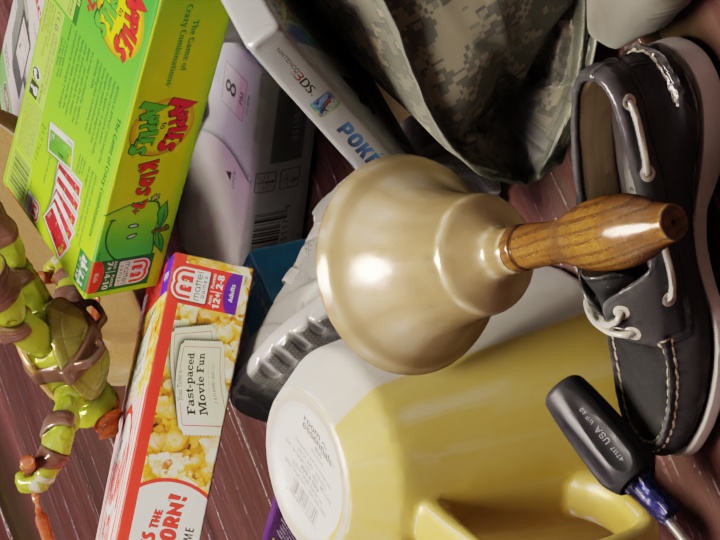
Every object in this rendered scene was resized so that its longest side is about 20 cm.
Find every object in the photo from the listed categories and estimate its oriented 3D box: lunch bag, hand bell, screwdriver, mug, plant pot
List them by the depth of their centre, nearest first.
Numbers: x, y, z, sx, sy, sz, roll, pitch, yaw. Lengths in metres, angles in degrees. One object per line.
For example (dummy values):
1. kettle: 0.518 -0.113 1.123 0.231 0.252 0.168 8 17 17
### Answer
1. hand bell: 0.077 -0.010 1.290 0.200 0.104 0.105 -8 94 56
2. screwdriver: 0.154 0.125 1.334 0.200 0.029 0.028 48 148 18
3. lunch bag: 0.029 -0.151 1.393 0.164 0.117 0.200 46 166 52
4. mug: 0.047 0.082 1.417 0.186 0.153 0.150 -11 90 62
5. plant pot: -0.186 -0.020 1.729 0.200 0.027 0.200 37 150 26

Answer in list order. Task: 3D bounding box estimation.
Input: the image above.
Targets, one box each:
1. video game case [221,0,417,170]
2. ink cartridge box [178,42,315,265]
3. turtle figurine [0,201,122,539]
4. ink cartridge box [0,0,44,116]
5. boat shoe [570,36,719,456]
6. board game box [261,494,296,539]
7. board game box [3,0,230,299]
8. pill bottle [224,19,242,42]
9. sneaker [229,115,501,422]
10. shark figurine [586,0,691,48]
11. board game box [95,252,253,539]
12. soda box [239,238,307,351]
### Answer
1. video game case: -0.034 -0.123 1.430 0.182 0.022 0.200 47 -168 -46
2. ink cartridge box: -0.094 -0.099 1.732 0.200 0.057 0.163 43 137 42
3. turtle figurine: -0.170 0.045 1.576 0.201 0.064 0.161 -83 -29 -41
4. ink cartridge box: -0.162 -0.108 1.772 0.200 0.084 0.146 116 146 -61
5. boat shoe: 0.127 -0.005 1.329 0.074 0.060 0.201 30 127 50
6. board game box: 0.000 0.213 1.696 0.200 0.032 0.120 57 150 34
7. board game box: -0.128 -0.096 1.521 0.102 0.047 0.201 51 138 35
8. pill bottle: -0.084 -0.224 1.581 0.112 0.112 0.201 8 98 61
9. sneaker: 0.000 0.000 1.536 0.200 0.075 0.082 -49 36 21
10. shark figurine: 0.117 -0.188 1.255 0.128 0.089 0.215 28 126 55
11. board game box: -0.107 0.101 1.575 0.151 0.046 0.201 139 142 -77
12. soda box: -0.005 0.081 1.608 0.201 0.068 0.064 65 151 24
